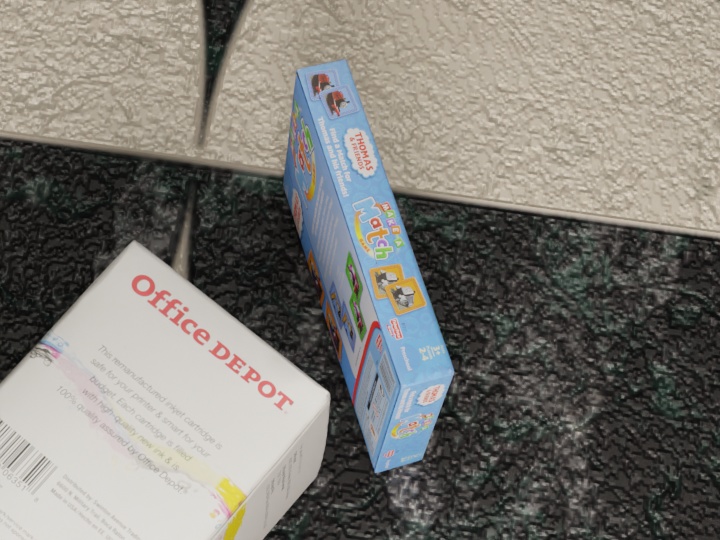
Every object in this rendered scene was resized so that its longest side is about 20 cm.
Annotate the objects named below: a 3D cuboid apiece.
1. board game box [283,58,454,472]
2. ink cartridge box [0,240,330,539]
[{"bbox_3d":[0.000,0.000,1.145,0.036,0.151,0.201,-15,69,-11],"label":"board game box"},{"bbox_3d":[-0.133,0.120,1.086,0.147,0.145,0.200,38,69,11],"label":"ink cartridge box"}]
